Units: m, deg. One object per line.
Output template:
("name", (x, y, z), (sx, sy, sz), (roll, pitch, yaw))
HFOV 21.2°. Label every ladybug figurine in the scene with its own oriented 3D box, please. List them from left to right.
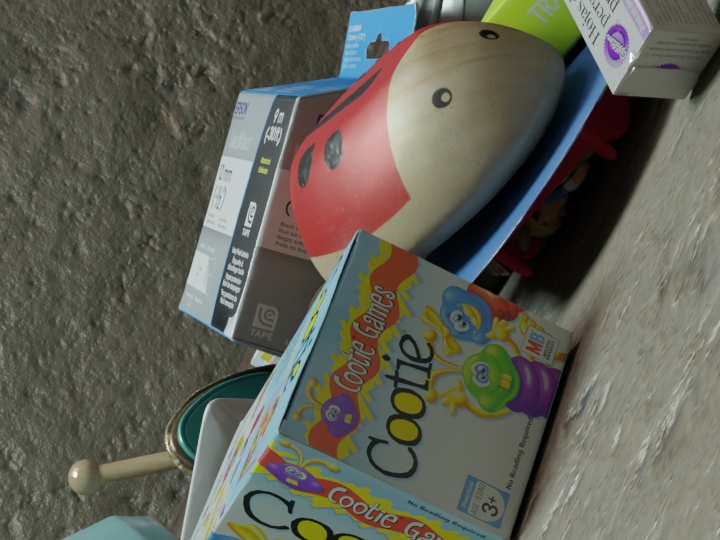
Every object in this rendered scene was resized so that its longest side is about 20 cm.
("ladybug figurine", (0.022, -0.060, 0.928), (0.136, 0.072, 0.200), (-56, 11, -31))

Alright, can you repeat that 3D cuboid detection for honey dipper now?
("honey dipper", (-0.087, 0.111, 1.200), (0.038, 0.198, 0.038), (-10, -90, -86))

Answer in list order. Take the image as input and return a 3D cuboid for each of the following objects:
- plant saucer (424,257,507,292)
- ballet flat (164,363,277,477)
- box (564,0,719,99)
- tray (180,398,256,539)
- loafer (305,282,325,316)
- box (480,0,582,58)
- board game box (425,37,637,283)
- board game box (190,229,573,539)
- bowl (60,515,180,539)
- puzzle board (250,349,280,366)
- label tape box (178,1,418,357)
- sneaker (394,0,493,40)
("plant saucer", (0.082, -0.052, 1.106), (0.200, 0.029, 0.202), (-155, 89, -85))
("ballet flat", (-0.041, 0.085, 1.115), (0.199, 0.071, 0.065), (-20, -17, -41))
("box", (0.095, -0.160, 0.835), (0.039, 0.041, 0.201), (-60, 41, 43))
("tray", (-0.059, 0.170, 1.040), (0.107, 0.022, 0.202), (6, -83, -51))
("loafer", (-0.001, 0.105, 1.001), (0.076, 0.067, 0.202), (24, 104, 60))
("box", (0.137, -0.190, 0.912), (0.200, 0.047, 0.122), (-48, 9, 52))
("board game box", (0.093, -0.048, 0.922), (0.159, 0.039, 0.200), (-57, 7, -1))
("board game box", (-0.001, 0.089, 0.847), (0.200, 0.102, 0.106), (123, 171, -57))
("bowl", (-0.127, 0.226, 1.168), (0.105, 0.201, 0.201), (-45, 0, -14))
("puzzle board", (-0.025, -0.014, 1.323), (0.201, 0.017, 0.151), (-64, 7, -30))
("label tape box", (-0.036, -0.058, 1.084), (0.143, 0.065, 0.202), (-160, 84, -73))
("sneaker", (0.084, -0.185, 1.059), (0.075, 0.081, 0.202), (-48, -22, -58))
